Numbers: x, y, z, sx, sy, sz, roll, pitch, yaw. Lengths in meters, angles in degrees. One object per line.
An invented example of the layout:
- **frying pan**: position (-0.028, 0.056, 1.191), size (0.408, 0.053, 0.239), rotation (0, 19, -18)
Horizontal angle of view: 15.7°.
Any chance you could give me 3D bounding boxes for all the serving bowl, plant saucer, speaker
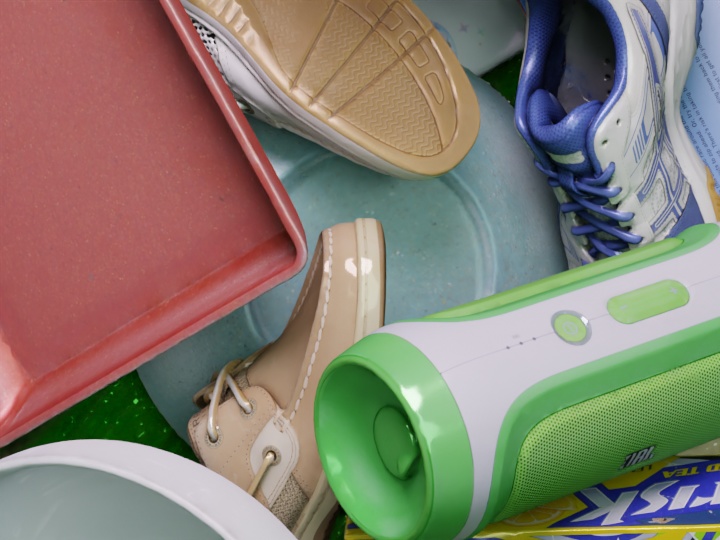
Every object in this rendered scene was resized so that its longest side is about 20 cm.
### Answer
- **serving bowl**: position (-0.079, 0.150, 1.009), size (0.200, 0.200, 0.066), rotation (52, 36, -1)
- **plant saucer**: position (-0.125, -0.054, 1.026), size (0.037, 0.200, 0.200), rotation (-27, 88, -53)
- **plant saucer**: position (0.000, 0.000, 1.079), size (0.201, 0.039, 0.201), rotation (0, 90, -14)
- **speaker**: position (0.083, 0.040, 0.981), size (0.200, 0.088, 0.088), rotation (-17, 86, -33)

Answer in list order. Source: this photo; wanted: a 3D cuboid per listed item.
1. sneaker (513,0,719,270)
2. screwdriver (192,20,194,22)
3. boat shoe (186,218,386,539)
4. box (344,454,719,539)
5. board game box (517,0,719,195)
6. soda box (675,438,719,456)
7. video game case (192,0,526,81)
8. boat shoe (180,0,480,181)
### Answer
- **sneaker**: position (0.095, -0.046, 1.059), size (0.088, 0.075, 0.200), rotation (-23, 109, -50)
- **screwdriver**: position (-0.054, -0.123, 1.085), size (0.029, 0.028, 0.200), rotation (26, 80, 23)
- **boat shoe**: position (-0.036, 0.068, 1.024), size (0.065, 0.071, 0.200), rotation (14, 113, -6)
- **box**: position (0.096, 0.113, 1.005), size (0.200, 0.070, 0.064), rotation (-2, 110, 4)
- **board game box**: position (0.132, -0.099, 1.098), size (0.103, 0.019, 0.200), rotation (-25, 100, 20)
- **soda box**: position (0.207, 0.032, 1.115), size (0.200, 0.064, 0.068), rotation (-36, 90, -13)
- **video game case**: position (-0.021, -0.145, 1.116), size (0.200, 0.024, 0.182), rotation (-32, 90, -13)
- **boat shoe**: position (-0.041, -0.096, 1.045), size (0.200, 0.069, 0.071), rotation (37, 60, 7)
